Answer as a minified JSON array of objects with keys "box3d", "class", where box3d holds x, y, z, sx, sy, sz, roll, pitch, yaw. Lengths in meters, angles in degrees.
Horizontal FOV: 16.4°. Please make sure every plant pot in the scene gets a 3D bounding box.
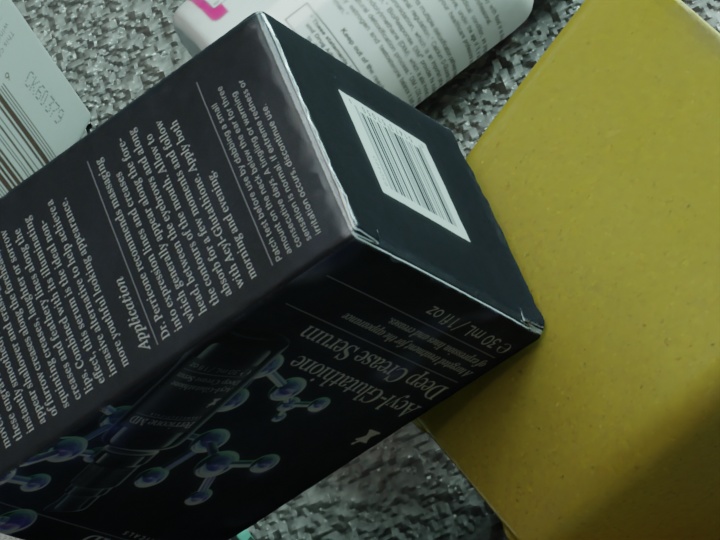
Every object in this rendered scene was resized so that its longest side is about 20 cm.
[{"box3d":[0.131,0.032,1.036,0.200,0.194,0.196,-44,49,5],"class":"plant pot"}]

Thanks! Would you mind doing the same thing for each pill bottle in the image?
[{"box3d":[0.015,-0.144,1.262,0.200,0.113,0.113,-38,49,-4],"class":"pill bottle"}]

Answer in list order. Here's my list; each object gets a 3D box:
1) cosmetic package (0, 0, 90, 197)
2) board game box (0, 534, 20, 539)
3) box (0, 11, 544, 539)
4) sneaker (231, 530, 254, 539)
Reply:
[{"box3d":[-0.288,-0.079,1.323,0.200,0.165,0.165,8,59,30],"class":"cosmetic package"},{"box3d":[-0.134,0.158,1.089,0.134,0.034,0.200,15,89,33],"class":"board game box"},{"box3d":[-0.059,0.017,0.965,0.200,0.148,0.107,-34,60,19],"class":"box"},{"box3d":[-0.125,0.126,1.159,0.140,0.078,0.200,-23,45,11],"class":"sneaker"}]
